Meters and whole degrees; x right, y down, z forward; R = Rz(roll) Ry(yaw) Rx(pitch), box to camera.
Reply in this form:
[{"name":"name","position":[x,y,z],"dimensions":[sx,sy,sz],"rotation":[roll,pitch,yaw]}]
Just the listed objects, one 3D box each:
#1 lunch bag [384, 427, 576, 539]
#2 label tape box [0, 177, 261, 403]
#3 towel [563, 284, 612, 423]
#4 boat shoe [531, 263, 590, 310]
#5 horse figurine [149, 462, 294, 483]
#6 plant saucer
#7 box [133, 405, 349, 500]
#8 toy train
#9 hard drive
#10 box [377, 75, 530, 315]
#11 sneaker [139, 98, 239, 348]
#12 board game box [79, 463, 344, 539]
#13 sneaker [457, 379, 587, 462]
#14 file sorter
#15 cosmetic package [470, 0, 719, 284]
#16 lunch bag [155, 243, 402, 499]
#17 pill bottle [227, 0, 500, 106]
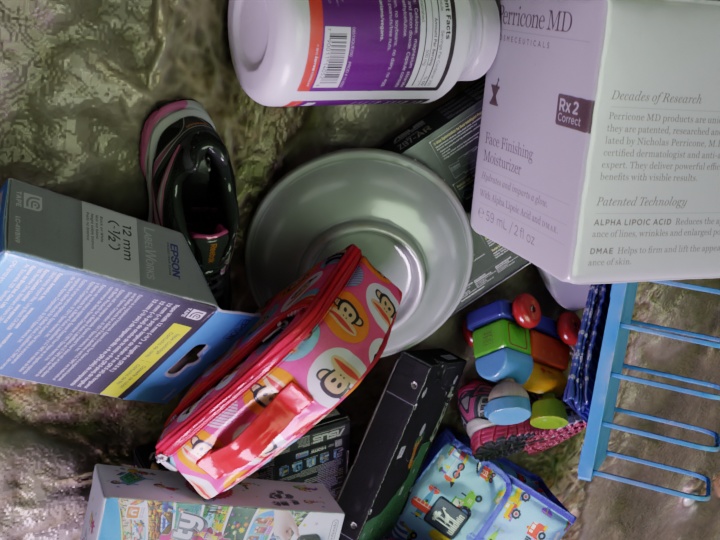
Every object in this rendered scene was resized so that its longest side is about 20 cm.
[{"name":"lunch bag","position":[0.108,0.267,1.066],"dimensions":[0.199,0.094,0.151],"rotation":[33,95,-26]},{"name":"label tape box","position":[-0.194,0.025,0.716],"dimensions":[0.198,0.067,0.143],"rotation":[17,137,-39]},{"name":"towel","position":[0.245,0.050,0.985],"dimensions":[0.145,0.024,0.203],"rotation":[38,66,-65]},{"name":"boat shoe","position":[0.179,-0.046,0.962],"dimensions":[0.068,0.057,0.201],"rotation":[-30,124,-4]},{"name":"horse figurine","position":[-0.132,0.229,0.846],"dimensions":[0.198,0.050,0.134],"rotation":[14,102,-31]},{"name":"plant saucer","position":[0.000,0.000,0.824],"dimensions":[0.197,0.050,0.203],"rotation":[-1,119,-2]},{"name":"box","position":[-0.106,0.217,0.916],"dimensions":[0.197,0.049,0.164],"rotation":[-13,118,-26]},{"name":"toy train","position":[0.192,0.108,0.997],"dimensions":[0.198,0.084,0.117],"rotation":[21,57,-38]},{"name":"hard drive","position":[0.033,0.173,0.940],"dimensions":[0.203,0.037,0.139],"rotation":[-68,160,6]},{"name":"box","position":[0.104,-0.069,0.868],"dimensions":[0.199,0.044,0.161],"rotation":[-34,116,0]},{"name":"sneaker","position":[-0.130,-0.022,0.757],"dimensions":[0.079,0.086,0.203],"rotation":[-16,121,-23]},{"name":"board game box","position":[-0.127,0.243,0.789],"dimensions":[0.197,0.064,0.150],"rotation":[10,100,-24]},{"name":"sneaker","position":[0.184,0.151,1.056],"dimensions":[0.198,0.076,0.080],"rotation":[7,143,-47]},{"name":"file sorter","position":[0.295,0.107,0.952],"dimensions":[0.138,0.121,0.203],"rotation":[4,97,-69]},{"name":"cosmetic package","position":[0.199,-0.111,0.762],"dimensions":[0.162,0.165,0.203],"rotation":[-2,107,-21]},{"name":"lunch bag","position":[-0.064,0.084,0.739],"dimensions":[0.082,0.177,0.200],"rotation":[44,121,-9]},{"name":"pill bottle","position":[0.006,-0.184,0.748],"dimensions":[0.197,0.112,0.114],"rotation":[-7,117,-30]}]
